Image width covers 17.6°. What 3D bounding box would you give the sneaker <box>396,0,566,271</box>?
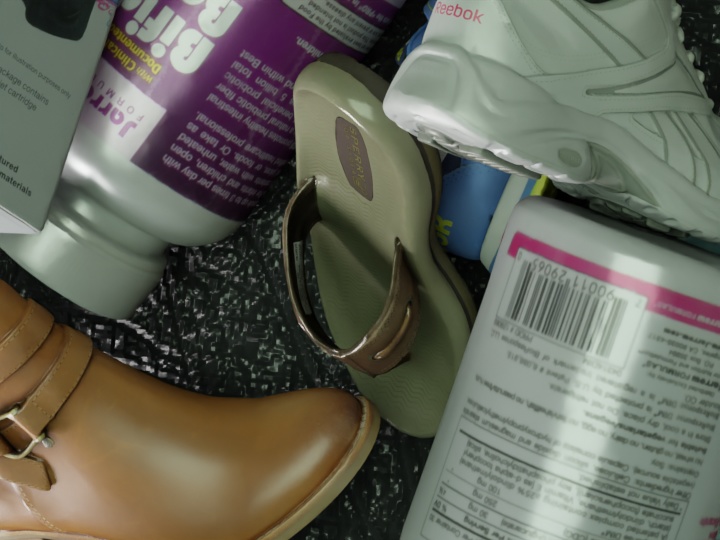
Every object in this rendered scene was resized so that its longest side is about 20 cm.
[{"bbox_3d":[0.061,-0.101,0.936,0.082,0.074,0.201,21,94,16],"label":"sneaker"}]

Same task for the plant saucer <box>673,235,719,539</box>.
[{"bbox_3d":[0.158,0.083,0.935,0.200,0.039,0.202,0,91,15],"label":"plant saucer"}]

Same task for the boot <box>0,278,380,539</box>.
[{"bbox_3d":[-0.106,0.054,0.945,0.199,0.074,0.155,-23,118,23],"label":"boot"}]

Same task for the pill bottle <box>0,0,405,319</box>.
[{"bbox_3d":[-0.071,-0.083,0.957,0.112,0.112,0.200,38,99,12],"label":"pill bottle"}]

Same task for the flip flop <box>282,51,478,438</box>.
[{"bbox_3d":[0.000,0.000,0.912,0.081,0.201,0.058,28,61,26],"label":"flip flop"}]

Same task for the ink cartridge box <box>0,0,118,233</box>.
[{"bbox_3d":[-0.170,-0.123,0.919,0.145,0.083,0.201,2,69,38],"label":"ink cartridge box"}]

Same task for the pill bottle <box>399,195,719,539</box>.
[{"bbox_3d":[0.080,0.083,0.877,0.113,0.113,0.201,21,96,14],"label":"pill bottle"}]

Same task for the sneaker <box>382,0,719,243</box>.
[{"bbox_3d":[0.099,-0.071,0.851,0.078,0.200,0.100,21,92,40],"label":"sneaker"}]
